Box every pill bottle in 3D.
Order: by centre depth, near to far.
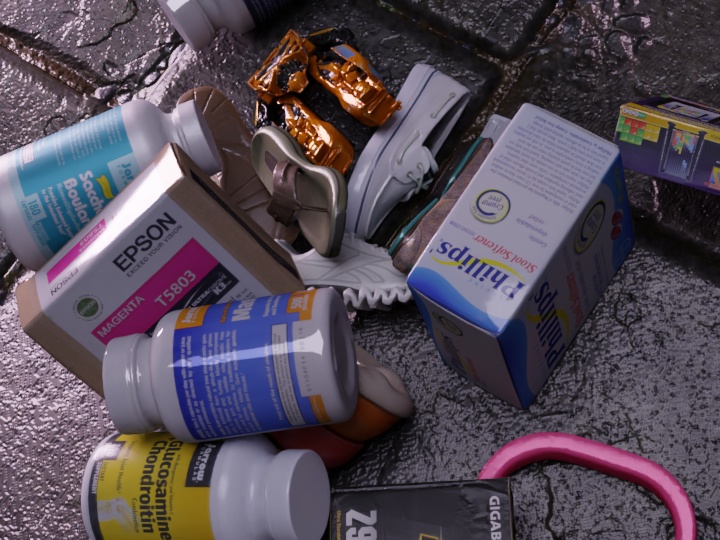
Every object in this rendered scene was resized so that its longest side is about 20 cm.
[{"bbox_3d":[-0.108,0.082,1.344,0.197,0.112,0.113,-8,64,11],"label":"pill bottle"},{"bbox_3d":[-0.131,0.194,1.389,0.198,0.112,0.113,-3,64,25],"label":"pill bottle"},{"bbox_3d":[-0.228,-0.084,1.460,0.198,0.111,0.112,-23,62,3],"label":"pill bottle"},{"bbox_3d":[-0.115,-0.319,1.686,0.199,0.111,0.111,-36,62,-4],"label":"pill bottle"}]

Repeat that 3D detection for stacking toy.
[{"bbox_3d":[-0.060,0.150,1.462,0.146,0.146,0.201,39,94,26],"label":"stacking toy"}]

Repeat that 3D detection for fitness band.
[{"bbox_3d":[0.192,0.219,1.404,0.198,0.037,0.145,16,70,19],"label":"fitness band"}]

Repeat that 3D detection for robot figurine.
[{"bbox_3d":[-0.044,-0.172,1.593,0.145,0.058,0.200,-50,40,4],"label":"robot figurine"}]

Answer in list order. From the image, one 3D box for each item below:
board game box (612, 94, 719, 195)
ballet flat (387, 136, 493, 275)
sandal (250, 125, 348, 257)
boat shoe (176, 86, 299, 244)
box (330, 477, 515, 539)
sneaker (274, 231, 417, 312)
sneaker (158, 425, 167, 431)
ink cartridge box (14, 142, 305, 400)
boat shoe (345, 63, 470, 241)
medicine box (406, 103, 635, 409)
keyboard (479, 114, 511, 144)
[{"bbox_3d":[0.339,-0.101,1.443,0.198,0.165,0.057,19,107,22],"label":"board game box"},{"bbox_3d":[0.094,-0.049,1.506,0.067,0.068,0.200,35,49,5],"label":"ballet flat"},{"bbox_3d":[-0.066,-0.070,1.496,0.057,0.081,0.201,-5,27,-28],"label":"sandal"},{"bbox_3d":[-0.120,-0.095,1.619,0.073,0.063,0.201,-23,64,-16],"label":"boat shoe"},{"bbox_3d":[0.054,0.279,1.354,0.157,0.049,0.202,-4,62,8],"label":"box"},{"bbox_3d":[0.000,0.000,1.517,0.197,0.075,0.082,-4,84,9],"label":"sneaker"},{"bbox_3d":[-0.167,0.142,1.523,0.200,0.074,0.118,-46,18,16],"label":"sneaker"},{"bbox_3d":[-0.175,0.018,1.417,0.200,0.165,0.075,-42,31,9],"label":"ink cartridge box"},{"bbox_3d":[0.044,-0.108,1.569,0.066,0.074,0.202,22,77,15],"label":"boat shoe"},{"bbox_3d":[0.147,-0.009,1.437,0.102,0.182,0.201,28,75,24],"label":"medicine box"},{"bbox_3d":[0.109,-0.061,1.571,0.056,0.011,0.201,24,74,17],"label":"keyboard"}]
